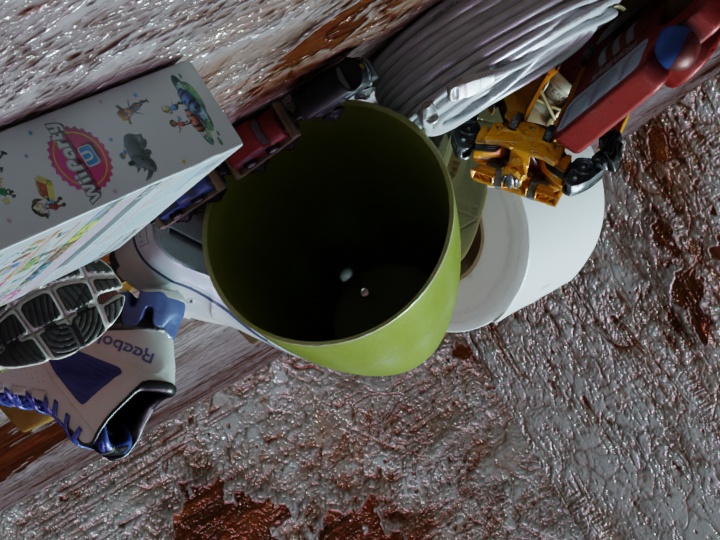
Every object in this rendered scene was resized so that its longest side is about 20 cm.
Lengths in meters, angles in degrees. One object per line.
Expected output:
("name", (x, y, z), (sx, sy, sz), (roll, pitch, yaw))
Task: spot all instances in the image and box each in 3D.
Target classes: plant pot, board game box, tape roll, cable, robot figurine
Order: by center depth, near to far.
("board game box", (-0.183, -0.033, 1.301), (0.200, 0.065, 0.147), (-30, 175, -46))
("cable", (0.097, -0.168, 1.737), (0.199, 0.070, 0.200), (-32, 177, -16))
("plant pot", (0.000, 0.000, 1.746), (0.186, 0.188, 0.200), (-31, 154, 1))
("robot figurine", (0.152, -0.127, 1.887), (0.058, 0.144, 0.201), (96, 18, -47))
("tape roll", (0.104, -0.059, 2.148), (0.202, 0.204, 0.139), (-35, 174, 39))

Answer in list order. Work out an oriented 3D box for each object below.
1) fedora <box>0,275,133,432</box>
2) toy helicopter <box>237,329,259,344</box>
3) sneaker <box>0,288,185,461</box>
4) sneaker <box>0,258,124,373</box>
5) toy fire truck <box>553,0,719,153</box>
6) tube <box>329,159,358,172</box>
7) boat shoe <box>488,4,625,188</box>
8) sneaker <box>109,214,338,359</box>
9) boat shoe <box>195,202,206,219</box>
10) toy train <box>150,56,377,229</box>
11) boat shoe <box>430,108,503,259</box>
("fedora", (-0.250, 0.078, 1.964), (0.200, 0.082, 0.201), (-32, 176, -2))
("toy helicopter", (-0.029, -0.021, 1.898), (0.200, 0.079, 0.132), (-52, -166, -20))
("sneaker", (-0.221, 0.088, 1.748), (0.198, 0.116, 0.081), (-13, 160, 12))
("sneaker", (-0.263, 0.041, 1.645), (0.199, 0.078, 0.085), (-24, -175, -15))
("toy fire truck", (0.236, -0.187, 1.793), (0.200, 0.112, 0.169), (-37, -160, 45))
("tube", (-0.043, -0.083, 1.865), (0.058, 0.052, 0.200), (3, 168, -22))
("boat shoe", (0.162, -0.158, 2.015), (0.201, 0.074, 0.066), (-55, -166, -11))
("sneaker", (-0.105, 0.013, 1.814), (0.071, 0.199, 0.074), (-25, -138, 43))
("boat shoe", (-0.125, -0.010, 1.916), (0.074, 0.074, 0.200), (-30, 176, -16))
("toy train", (-0.074, -0.088, 1.645), (0.199, 0.034, 0.046), (-33, 172, 17))
("boat shoe", (0.079, -0.104, 1.967), (0.066, 0.202, 0.072), (15, 174, 41))
